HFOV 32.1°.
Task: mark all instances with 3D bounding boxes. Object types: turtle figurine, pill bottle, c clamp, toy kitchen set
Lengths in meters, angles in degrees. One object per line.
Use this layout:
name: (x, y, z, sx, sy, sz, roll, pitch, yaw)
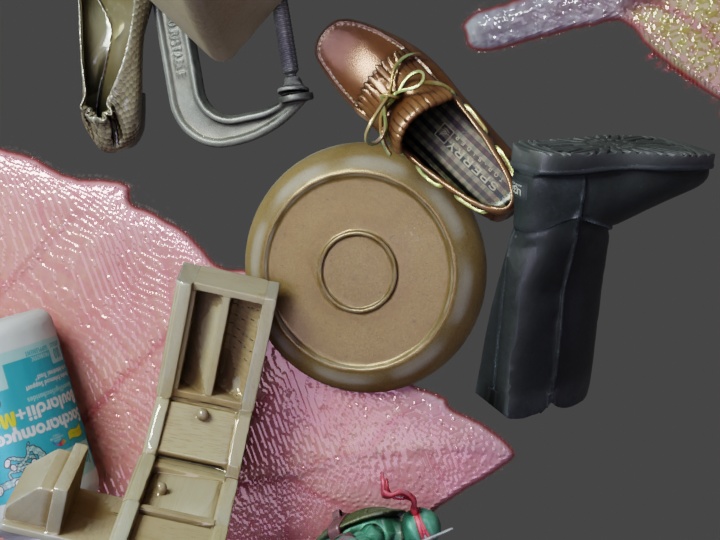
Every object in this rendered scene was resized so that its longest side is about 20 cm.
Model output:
turtle figurine: (0.000, 0.238, 0.984, 0.199, 0.101, 0.150, -25, 132, 15)
pill bottle: (-0.281, 0.140, 1.024, 0.110, 0.111, 0.202, -15, 94, 14)
c clamp: (-0.085, -0.200, 0.983, 0.169, 0.027, 0.202, -3, 96, 12)
toy kitchen set: (-0.162, 0.109, 0.918, 0.162, 0.200, 0.182, 12, 110, -4)

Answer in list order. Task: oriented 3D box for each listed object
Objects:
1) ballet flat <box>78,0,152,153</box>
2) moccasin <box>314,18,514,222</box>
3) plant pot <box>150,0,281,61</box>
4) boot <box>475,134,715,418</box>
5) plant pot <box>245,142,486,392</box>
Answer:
ballet flat: (-0.202, -0.195, 0.996, 0.067, 0.046, 0.202, 6, 99, 27)
moccasin: (0.043, -0.113, 0.938, 0.074, 0.078, 0.202, -42, 84, 12)
plant pot: (-0.121, -0.301, 0.882, 0.200, 0.177, 0.200, 43, 92, 6)
boot: (0.173, 0.005, 0.925, 0.164, 0.066, 0.202, -2, 108, -19)
plant pot: (0.000, 0.000, 0.989, 0.198, 0.027, 0.202, 1, 96, 12)
